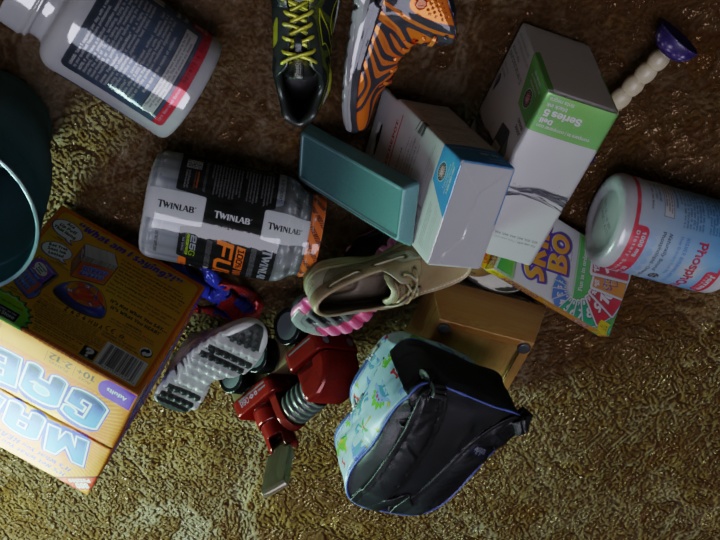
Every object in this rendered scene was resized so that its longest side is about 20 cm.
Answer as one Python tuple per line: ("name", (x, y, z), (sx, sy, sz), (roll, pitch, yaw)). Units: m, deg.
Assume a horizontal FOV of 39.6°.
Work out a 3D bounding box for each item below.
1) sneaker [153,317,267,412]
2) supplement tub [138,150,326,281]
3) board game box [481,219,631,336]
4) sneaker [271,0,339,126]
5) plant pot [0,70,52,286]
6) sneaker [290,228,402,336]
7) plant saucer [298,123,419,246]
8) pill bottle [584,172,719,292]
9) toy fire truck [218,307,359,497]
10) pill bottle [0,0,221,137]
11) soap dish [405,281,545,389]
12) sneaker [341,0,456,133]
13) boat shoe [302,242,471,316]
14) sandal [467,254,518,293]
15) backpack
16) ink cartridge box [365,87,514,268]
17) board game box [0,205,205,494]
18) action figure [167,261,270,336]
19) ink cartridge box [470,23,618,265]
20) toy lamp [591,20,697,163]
("sneaker", (-0.189, 0.102, 1.258), (0.075, 0.082, 0.199), (34, 130, -28))
("supplement tub", (-0.144, -0.058, 1.135), (0.198, 0.123, 0.123), (11, 128, -7))
("board game box", (0.234, -0.007, 1.194), (0.199, 0.096, 0.030), (28, 168, -18))
("sneaker", (-0.055, -0.238, 1.017), (0.074, 0.085, 0.201), (-2, 128, 2))
("plant pot", (-0.416, -0.113, 1.055), (0.198, 0.189, 0.202), (0, 129, 0))
("sneaker", (0.000, 0.000, 1.191), (0.199, 0.096, 0.079), (-33, 126, 7))
("plant saucer", (-0.009, -0.094, 1.068), (0.019, 0.200, 0.071), (-12, 121, -34))
("pill bottle", (0.369, -0.037, 1.152), (0.198, 0.109, 0.109), (14, 127, -9))
("toy fire truck", (-0.082, 0.168, 1.239), (0.176, 0.201, 0.128), (-40, 149, 27))
("pill bottle", (-0.251, -0.234, 1.001), (0.199, 0.120, 0.120), (32, 122, -22))
("soap dish", (0.130, 0.112, 1.290), (0.156, 0.082, 0.201), (14, 128, -10))
("sneaker", (0.041, -0.227, 1.029), (0.111, 0.078, 0.201), (8, 128, -4))
("boat shoe", (0.038, 0.014, 1.113), (0.198, 0.065, 0.072), (-14, 122, -7))
("sandal", (0.133, -0.033, 1.193), (0.081, 0.055, 0.200), (-30, 122, 23))
("backpack", (0.066, 0.185, 1.193), (0.182, 0.147, 0.201), (22, 115, -29))
("ink cartridge box", (0.074, -0.103, 1.057), (0.066, 0.200, 0.117), (3, 120, -25))
("board game box", (-0.335, 0.092, 1.175), (0.199, 0.200, 0.200), (30, 128, -5))
("action figure", (-0.184, 0.025, 1.250), (0.065, 0.052, 0.200), (-35, 123, 21))
("ink cartridge box", (0.175, -0.131, 1.056), (0.083, 0.146, 0.201), (14, 127, -15))
("toy lamp", (0.270, -0.177, 1.078), (0.058, 0.058, 0.200), (28, 122, -20))
